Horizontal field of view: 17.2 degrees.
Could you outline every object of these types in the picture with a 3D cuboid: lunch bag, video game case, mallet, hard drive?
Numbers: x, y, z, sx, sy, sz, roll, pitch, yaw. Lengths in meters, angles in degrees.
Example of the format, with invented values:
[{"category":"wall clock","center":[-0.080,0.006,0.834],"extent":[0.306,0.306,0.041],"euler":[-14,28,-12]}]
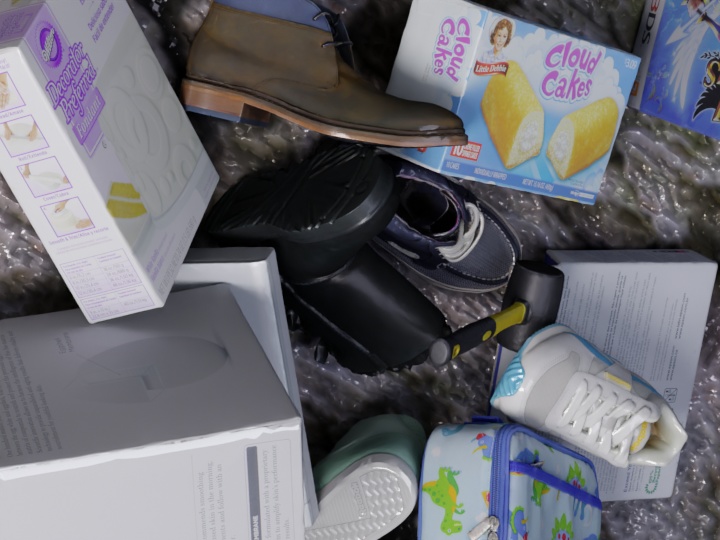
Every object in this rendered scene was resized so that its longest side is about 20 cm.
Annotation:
[{"category":"lunch bag","center":[0.108,0.192,1.689],"extent":[0.200,0.082,0.162],"euler":[33,58,-60]},{"category":"video game case","center":[0.277,-0.183,1.702],"extent":[0.045,0.200,0.182],"euler":[8,101,-30]},{"category":"mallet","center":[0.089,0.048,1.652],"extent":[0.200,0.041,0.066],"euler":[-32,136,-60]},{"category":"hard drive","center":[-0.106,0.081,1.608],"extent":[0.027,0.131,0.201],"euler":[-56,141,-61]}]

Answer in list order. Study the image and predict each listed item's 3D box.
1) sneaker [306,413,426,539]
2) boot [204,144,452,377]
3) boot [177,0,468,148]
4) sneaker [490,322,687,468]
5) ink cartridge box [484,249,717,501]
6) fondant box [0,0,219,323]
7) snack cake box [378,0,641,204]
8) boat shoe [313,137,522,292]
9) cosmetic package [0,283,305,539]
[{"category":"sneaker","center":[-0.031,0.177,1.708],"extent":[0.200,0.118,0.074],"euler":[-33,100,21]},{"category":"boot","center":[0.000,0.001,1.600],"extent":[0.162,0.198,0.074],"euler":[45,60,-24]},{"category":"boot","center":[-0.020,-0.136,1.562],"extent":[0.199,0.075,0.097],"euler":[11,93,12]},{"category":"sneaker","center":[0.168,0.095,1.715],"extent":[0.200,0.081,0.077],"euler":[16,108,-54]},{"category":"ink cartridge box","center":[0.170,0.082,1.819],"extent":[0.199,0.043,0.197],"euler":[1,108,-31]},{"category":"fondant box","center":[-0.170,-0.090,1.496],"extent":[0.200,0.058,0.145],"euler":[62,27,-29]},{"category":"snack cake box","center":[0.104,-0.120,1.663],"extent":[0.200,0.067,0.116],"euler":[8,103,-52]},{"category":"boat shoe","center":[0.058,-0.028,1.682],"extent":[0.200,0.093,0.075],"euler":[26,91,-36]},{"category":"cosmetic package","center":[-0.153,0.115,1.468],"extent":[0.199,0.199,0.124],"euler":[-7,115,-14]}]
